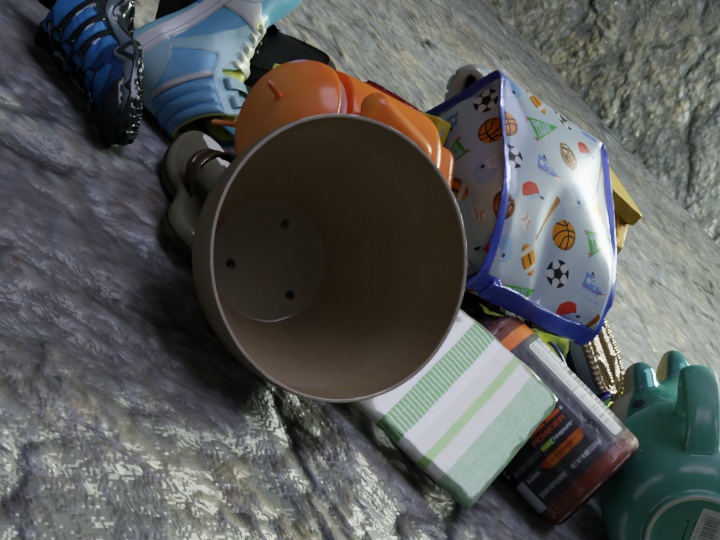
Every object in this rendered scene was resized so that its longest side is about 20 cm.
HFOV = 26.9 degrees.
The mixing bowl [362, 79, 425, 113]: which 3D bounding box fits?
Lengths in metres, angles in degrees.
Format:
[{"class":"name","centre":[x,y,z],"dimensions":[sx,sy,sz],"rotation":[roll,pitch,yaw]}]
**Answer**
[{"class":"mixing bowl","centre":[0.020,-0.116,1.476],"dimensions":[0.200,0.108,0.200],"rotation":[33,4,-2]}]

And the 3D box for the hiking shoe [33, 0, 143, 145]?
[{"class":"hiking shoe","centre":[-0.228,-0.178,1.258],"dimensions":[0.087,0.074,0.200],"rotation":[-3,49,-12]}]

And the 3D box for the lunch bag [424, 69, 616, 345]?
[{"class":"lunch bag","centre":[0.140,-0.044,1.339],"dimensions":[0.170,0.124,0.200],"rotation":[24,49,-38]}]

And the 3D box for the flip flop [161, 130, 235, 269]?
[{"class":"flip flop","centre":[-0.120,-0.064,1.218],"dimensions":[0.081,0.058,0.200],"rotation":[37,18,-18]}]

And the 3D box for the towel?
[{"class":"towel","centre":[0.049,0.078,1.192],"dimensions":[0.200,0.023,0.153],"rotation":[42,48,8]}]

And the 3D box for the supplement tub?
[{"class":"supplement tub","centre":[0.134,0.113,1.284],"dimensions":[0.200,0.107,0.107],"rotation":[45,17,11]}]

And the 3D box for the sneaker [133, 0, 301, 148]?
[{"class":"sneaker","centre":[-0.114,-0.184,1.364],"dimensions":[0.131,0.200,0.080],"rotation":[54,-19,12]}]

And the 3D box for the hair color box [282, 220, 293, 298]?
[{"class":"hair color box","centre":[0.000,0.000,1.330],"dimensions":[0.200,0.061,0.099],"rotation":[22,26,-48]}]

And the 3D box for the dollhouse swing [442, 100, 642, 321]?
[{"class":"dollhouse swing","centre":[0.146,-0.068,1.576],"dimensions":[0.176,0.200,0.182],"rotation":[34,19,-29]}]

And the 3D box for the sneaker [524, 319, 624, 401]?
[{"class":"sneaker","centre":[0.183,0.040,1.488],"dimensions":[0.070,0.108,0.200],"rotation":[-28,104,-45]}]

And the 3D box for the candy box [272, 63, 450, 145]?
[{"class":"candy box","centre":[-0.019,-0.114,1.359],"dimensions":[0.200,0.102,0.026],"rotation":[23,4,35]}]

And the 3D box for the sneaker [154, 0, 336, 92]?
[{"class":"sneaker","centre":[-0.113,-0.238,1.452],"dimensions":[0.200,0.106,0.075],"rotation":[19,39,15]}]

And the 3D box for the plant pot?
[{"class":"plant pot","centre":[-0.041,-0.008,1.097],"dimensions":[0.200,0.201,0.134],"rotation":[36,-16,-22]}]

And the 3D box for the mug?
[{"class":"mug","centre":[0.280,0.194,1.318],"dimensions":[0.185,0.152,0.114],"rotation":[58,16,-17]}]

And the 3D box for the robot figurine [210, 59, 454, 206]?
[{"class":"robot figurine","centre":[-0.015,-0.097,1.204],"dimensions":[0.200,0.117,0.144],"rotation":[23,12,-32]}]

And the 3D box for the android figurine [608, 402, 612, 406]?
[{"class":"android figurine","centre":[0.268,0.153,1.595],"dimensions":[0.182,0.041,0.200],"rotation":[33,19,-30]}]

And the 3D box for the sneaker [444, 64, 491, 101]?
[{"class":"sneaker","centre":[0.113,-0.114,1.519],"dimensions":[0.087,0.075,0.200],"rotation":[10,73,-83]}]

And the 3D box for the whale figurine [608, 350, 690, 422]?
[{"class":"whale figurine","centre":[0.310,0.155,1.465],"dimensions":[0.200,0.104,0.159],"rotation":[-48,119,-51]}]

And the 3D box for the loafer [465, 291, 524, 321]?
[{"class":"loafer","centre":[0.108,-0.002,1.478],"dimensions":[0.072,0.073,0.200],"rotation":[9,-32,25]}]

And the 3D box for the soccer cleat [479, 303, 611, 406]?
[{"class":"soccer cleat","centre":[0.156,0.079,1.447],"dimensions":[0.200,0.084,0.065],"rotation":[43,18,5]}]
